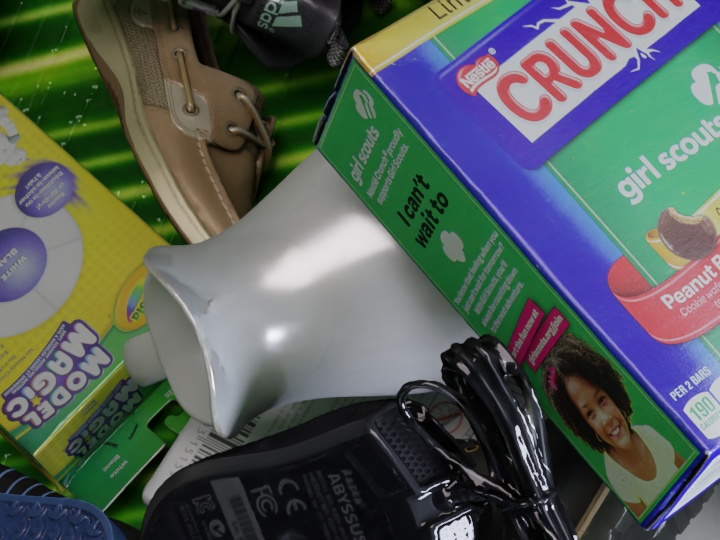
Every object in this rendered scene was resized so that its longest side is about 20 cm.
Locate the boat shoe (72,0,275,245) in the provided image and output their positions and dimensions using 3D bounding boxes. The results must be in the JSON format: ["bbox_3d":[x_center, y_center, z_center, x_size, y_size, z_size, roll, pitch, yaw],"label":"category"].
[{"bbox_3d":[-0.074,-0.068,1.225,0.064,0.071,0.201,-28,59,1],"label":"boat shoe"}]

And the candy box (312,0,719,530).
[{"bbox_3d":[0.109,-0.031,0.997,0.169,0.077,0.200,-33,73,-30],"label":"candy box"}]

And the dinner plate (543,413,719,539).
[{"bbox_3d":[0.108,0.133,1.102,0.199,0.024,0.201,-6,61,12],"label":"dinner plate"}]

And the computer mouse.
[{"bbox_3d":[0.003,0.102,1.018,0.199,0.053,0.139,-14,98,33],"label":"computer mouse"}]

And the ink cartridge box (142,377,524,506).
[{"bbox_3d":[0.028,0.059,1.149,0.173,0.044,0.201,25,72,24],"label":"ink cartridge box"}]

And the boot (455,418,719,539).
[{"bbox_3d":[0.067,0.070,1.064,0.138,0.078,0.201,25,75,31],"label":"boot"}]

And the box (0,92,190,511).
[{"bbox_3d":[-0.149,0.012,1.220,0.117,0.048,0.200,-45,63,-9],"label":"box"}]

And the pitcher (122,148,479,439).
[{"bbox_3d":[0.000,0.000,1.100,0.199,0.171,0.122,-23,93,-17],"label":"pitcher"}]

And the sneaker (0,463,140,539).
[{"bbox_3d":[-0.153,0.126,1.156,0.199,0.078,0.070,17,70,45],"label":"sneaker"}]

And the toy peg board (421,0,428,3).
[{"bbox_3d":[0.016,-0.203,1.209,0.098,0.199,0.200,-42,60,9],"label":"toy peg board"}]

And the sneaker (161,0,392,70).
[{"bbox_3d":[-0.060,-0.139,1.206,0.140,0.199,0.078,48,128,23],"label":"sneaker"}]
